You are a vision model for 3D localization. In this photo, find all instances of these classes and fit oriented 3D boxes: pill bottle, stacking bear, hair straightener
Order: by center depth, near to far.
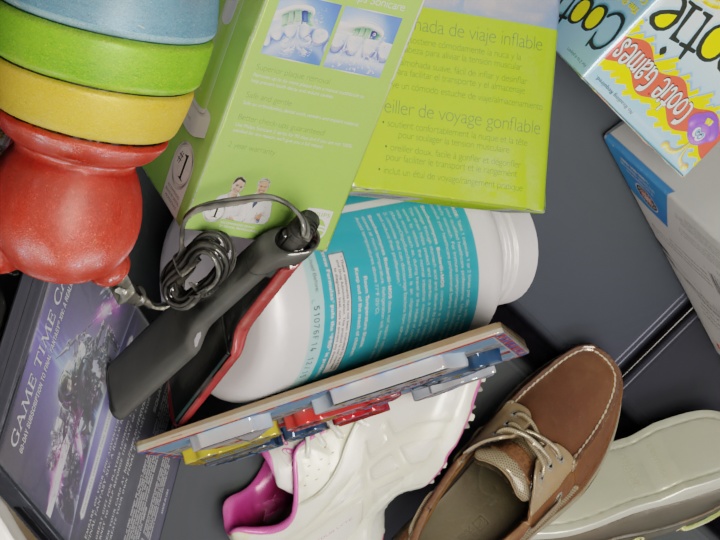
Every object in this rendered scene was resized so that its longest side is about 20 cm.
[{"bbox_3d":[-0.125,-0.092,1.065,0.121,0.114,0.202,4,107,-29],"label":"stacking bear"},{"bbox_3d":[-0.081,0.019,1.116,0.076,0.041,0.200,8,150,-28],"label":"hair straightener"},{"bbox_3d":[0.000,0.000,1.238,0.199,0.111,0.112,-11,125,-36],"label":"pill bottle"}]

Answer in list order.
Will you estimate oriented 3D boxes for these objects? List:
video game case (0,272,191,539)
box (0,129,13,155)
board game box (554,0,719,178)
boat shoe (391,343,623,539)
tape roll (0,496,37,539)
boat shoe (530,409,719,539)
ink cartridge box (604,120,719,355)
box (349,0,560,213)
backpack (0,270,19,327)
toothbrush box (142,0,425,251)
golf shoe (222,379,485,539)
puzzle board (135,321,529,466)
[{"bbox_3d":[-0.139,0.078,1.197,0.019,0.144,0.200,2,149,20],"label":"video game case"},{"bbox_3d":[-0.192,-0.131,1.125,0.109,0.035,0.201,1,119,-26],"label":"box"},{"bbox_3d":[0.194,-0.170,1.243,0.200,0.105,0.103,-46,128,7],"label":"board game box"},{"bbox_3d":[0.091,0.121,1.358,0.200,0.076,0.072,-51,171,-19],"label":"boat shoe"},{"bbox_3d":[-0.201,0.142,1.186,0.070,0.203,0.203,-31,128,-4],"label":"tape roll"},{"bbox_3d":[0.146,0.141,1.434,0.200,0.072,0.061,-12,141,-9],"label":"boat shoe"},{"bbox_3d":[0.240,-0.002,1.343,0.086,0.147,0.200,-37,129,-3],"label":"ink cartridge box"},{"bbox_3d":[0.044,-0.135,1.188,0.121,0.048,0.202,6,88,-29],"label":"box"},{"bbox_3d":[-0.250,-0.015,1.054,0.126,0.167,0.201,-17,125,11],"label":"backpack"},{"bbox_3d":[-0.043,-0.134,1.125,0.085,0.146,0.201,8,115,-28],"label":"toothbrush box"},{"bbox_3d":[-0.003,0.099,1.337,0.091,0.075,0.201,25,105,-32],"label":"golf shoe"},{"bbox_3d":[-0.010,0.070,1.237,0.199,0.018,0.151,-19,172,7],"label":"puzzle board"}]
